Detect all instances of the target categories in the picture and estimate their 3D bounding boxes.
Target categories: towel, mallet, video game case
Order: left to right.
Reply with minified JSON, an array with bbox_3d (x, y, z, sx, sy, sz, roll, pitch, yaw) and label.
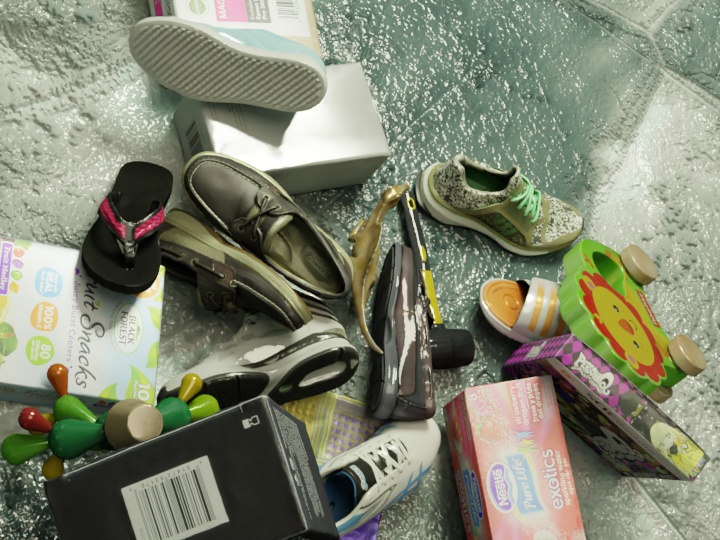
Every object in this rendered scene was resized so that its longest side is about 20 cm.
[{"bbox_3d":[-0.038,0.209,1.468,0.142,0.023,0.202,23,61,-15],"label":"towel"},{"bbox_3d":[0.078,0.010,1.602,0.065,0.041,0.203,6,62,-23],"label":"mallet"},{"bbox_3d":[0.241,0.139,1.525,0.181,0.200,0.036,42,79,-4],"label":"video game case"}]

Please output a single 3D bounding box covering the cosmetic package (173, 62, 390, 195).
[{"bbox_3d":[-0.080,-0.140,1.567,0.198,0.081,0.114,-8,72,-28],"label":"cosmetic package"}]

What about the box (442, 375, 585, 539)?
[{"bbox_3d":[0.152,0.215,1.488,0.093,0.103,0.203,-7,77,-12],"label":"box"}]

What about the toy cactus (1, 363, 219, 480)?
[{"bbox_3d":[-0.203,0.127,1.307,0.197,0.165,0.104,2,81,-24],"label":"toy cactus"}]

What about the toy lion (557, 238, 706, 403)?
[{"bbox_3d":[0.265,0.048,1.582,0.191,0.069,0.202,21,37,-44],"label":"toy lion"}]

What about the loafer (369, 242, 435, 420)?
[{"bbox_3d":[0.047,0.065,1.525,0.062,0.072,0.202,14,52,-11],"label":"loafer"}]

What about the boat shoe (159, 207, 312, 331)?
[{"bbox_3d":[-0.129,0.012,1.456,0.199,0.073,0.065,31,73,34],"label":"boat shoe"}]

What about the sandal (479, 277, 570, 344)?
[{"bbox_3d":[0.222,0.050,1.626,0.205,0.059,0.080,24,42,-17],"label":"sandal"}]

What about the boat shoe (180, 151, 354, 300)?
[{"bbox_3d":[-0.084,-0.043,1.458,0.200,0.066,0.072,40,88,-11],"label":"boat shoe"}]

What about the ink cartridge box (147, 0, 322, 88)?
[{"bbox_3d":[-0.140,-0.296,1.609,0.163,0.075,0.203,-3,70,-27],"label":"ink cartridge box"}]

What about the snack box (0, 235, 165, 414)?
[{"bbox_3d":[-0.286,0.051,1.405,0.197,0.053,0.144,11,65,-21],"label":"snack box"}]

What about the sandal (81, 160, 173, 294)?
[{"bbox_3d":[-0.217,-0.053,1.442,0.074,0.045,0.201,13,39,-7],"label":"sandal"}]

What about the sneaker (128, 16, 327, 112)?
[{"bbox_3d":[-0.129,-0.208,1.502,0.197,0.075,0.082,17,25,-7],"label":"sneaker"}]

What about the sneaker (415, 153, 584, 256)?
[{"bbox_3d":[0.162,-0.075,1.643,0.197,0.089,0.078,14,63,-19],"label":"sneaker"}]

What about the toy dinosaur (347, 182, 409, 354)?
[{"bbox_3d":[0.000,0.000,1.528,0.058,0.101,0.202,19,60,-14],"label":"toy dinosaur"}]

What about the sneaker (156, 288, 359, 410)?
[{"bbox_3d":[-0.111,0.081,1.477,0.198,0.076,0.116,-15,46,-14],"label":"sneaker"}]

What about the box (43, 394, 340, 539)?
[{"bbox_3d":[-0.134,0.203,1.282,0.194,0.200,0.119,-21,77,3],"label":"box"}]

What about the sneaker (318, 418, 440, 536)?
[{"bbox_3d":[0.007,0.196,1.441,0.199,0.072,0.072,-31,82,-33],"label":"sneaker"}]
